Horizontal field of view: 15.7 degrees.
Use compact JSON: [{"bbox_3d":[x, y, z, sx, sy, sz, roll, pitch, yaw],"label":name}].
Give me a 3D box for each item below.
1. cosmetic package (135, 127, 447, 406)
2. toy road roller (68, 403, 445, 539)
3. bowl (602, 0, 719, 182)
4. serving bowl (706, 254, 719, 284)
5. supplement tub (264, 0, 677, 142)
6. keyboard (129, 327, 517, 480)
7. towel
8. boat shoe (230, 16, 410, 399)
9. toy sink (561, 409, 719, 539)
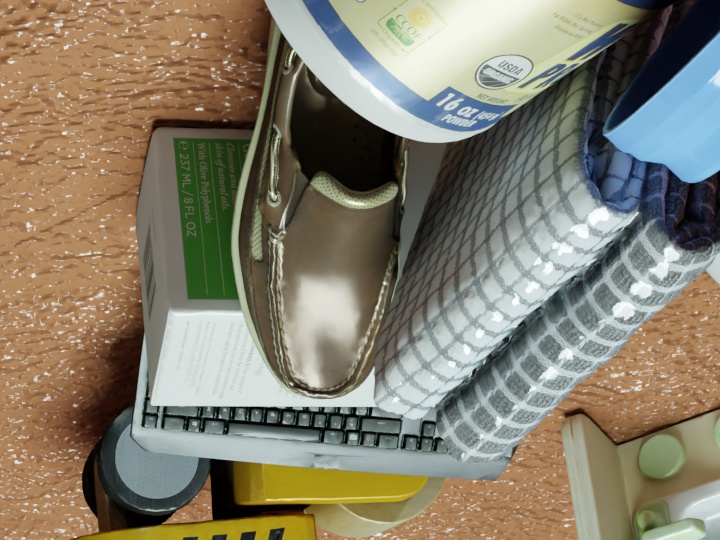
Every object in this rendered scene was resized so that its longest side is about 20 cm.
[{"bbox_3d":[0.000,0.000,1.214,0.199,0.108,0.085,-1,146,-13],"label":"cosmetic package"},{"bbox_3d":[-0.055,0.144,1.358,0.199,0.147,0.123,-3,170,-12],"label":"toy road roller"},{"bbox_3d":[0.168,-0.112,0.942,0.039,0.201,0.201,41,133,-2],"label":"bowl"},{"bbox_3d":[0.253,-0.030,1.257,0.199,0.066,0.201,-5,145,-4],"label":"serving bowl"},{"bbox_3d":[0.068,-0.152,0.968,0.200,0.145,0.144,-33,139,33],"label":"supplement tub"},{"bbox_3d":[-0.009,0.039,1.289,0.199,0.021,0.128,5,103,-11],"label":"keyboard"},{"bbox_3d":[0.091,-0.035,1.092,0.085,0.201,0.166,30,134,-12],"label":"towel"},{"bbox_3d":[-0.014,-0.036,1.091,0.074,0.075,0.204,-3,107,-11],"label":"boat shoe"},{"bbox_3d":[0.210,0.157,1.468,0.112,0.131,0.200,-22,143,20],"label":"toy sink"}]
